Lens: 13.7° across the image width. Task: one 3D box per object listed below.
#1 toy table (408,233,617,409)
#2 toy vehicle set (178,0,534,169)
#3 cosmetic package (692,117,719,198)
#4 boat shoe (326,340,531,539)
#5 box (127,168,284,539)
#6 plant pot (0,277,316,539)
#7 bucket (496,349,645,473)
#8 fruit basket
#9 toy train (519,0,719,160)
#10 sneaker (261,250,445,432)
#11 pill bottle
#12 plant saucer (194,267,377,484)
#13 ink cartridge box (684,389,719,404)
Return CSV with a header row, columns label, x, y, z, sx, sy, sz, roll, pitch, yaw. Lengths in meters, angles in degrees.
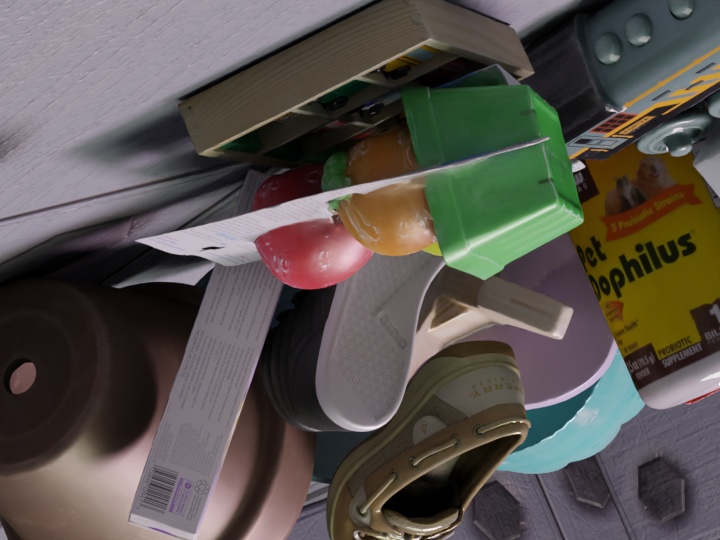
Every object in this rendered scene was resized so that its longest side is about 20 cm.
label,x,y,z,sx,sy,sz,roll,pitch,yaw
toy table,0.047,0.004,1.744,0.199,0.185,0.117,9,174,15
toy vehicle set,0.002,-0.089,1.462,0.124,0.027,0.200,-26,172,15
cosmetic package,0.281,-0.124,1.659,0.151,0.052,0.200,-33,-165,40
boat shoe,0.039,0.119,1.695,0.073,0.063,0.201,2,142,-30
box,-0.075,0.046,1.606,0.041,0.201,0.039,18,166,-2
plant pot,-0.147,0.082,1.684,0.199,0.201,0.175,-25,151,15
bucket,0.092,0.032,1.932,0.206,0.208,0.135,-25,170,14
fruit basket,0.004,-0.039,1.476,0.199,0.094,0.185,-9,175,11
toy train,0.174,-0.120,1.580,0.114,0.086,0.200,-1,158,-46
sneaker,0.000,0.000,1.625,0.070,0.201,0.099,28,156,-21
pill bottle,0.174,-0.030,1.716,0.109,0.201,0.109,-23,172,-3
plant saucer,-0.016,0.062,1.821,0.199,0.200,0.036,-19,143,-28
ink cartridge box,0.228,-0.040,1.811,0.162,0.201,0.057,-24,179,4
